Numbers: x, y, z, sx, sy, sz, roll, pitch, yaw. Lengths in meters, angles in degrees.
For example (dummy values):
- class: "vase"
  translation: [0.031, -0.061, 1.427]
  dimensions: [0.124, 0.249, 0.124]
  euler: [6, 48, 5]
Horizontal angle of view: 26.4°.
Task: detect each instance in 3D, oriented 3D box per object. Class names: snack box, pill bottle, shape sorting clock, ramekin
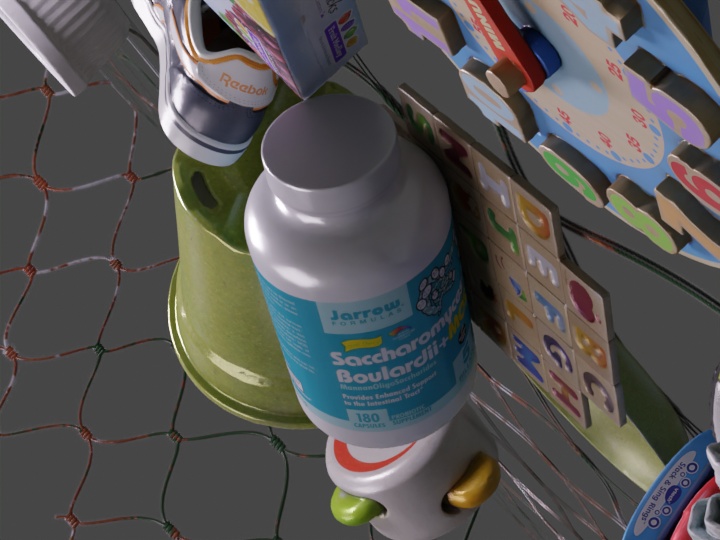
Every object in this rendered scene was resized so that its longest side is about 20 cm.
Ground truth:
- class: "snack box"
  translation: [-0.071, -0.177, 0.717]
  dimensions: [0.142, 0.053, 0.200]
  euler: [48, 175, 17]
- class: "pill bottle"
  translation: [0.000, 0.000, 0.838]
  dimensions: [0.111, 0.111, 0.200]
  euler: [43, 160, 38]
- class: "shape sorting clock"
  translation: [0.059, -0.072, 0.497]
  dimensions: [0.200, 0.039, 0.200]
  euler: [49, 176, 5]
- class: "ramekin"
  translation: [-0.354, -0.307, 1.753]
  dimensions: [0.200, 0.105, 0.200]
  euler: [48, 174, 6]

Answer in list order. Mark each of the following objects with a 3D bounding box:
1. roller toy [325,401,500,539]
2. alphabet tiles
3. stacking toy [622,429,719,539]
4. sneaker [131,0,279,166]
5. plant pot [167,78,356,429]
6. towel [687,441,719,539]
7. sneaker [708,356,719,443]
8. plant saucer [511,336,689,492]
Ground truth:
- class: "roller toy"
  translation: [0.066, 0.222, 1.822]
  dimensions: [0.140, 0.200, 0.183]
  euler: [51, -157, -32]
- class: "alphabet tiles"
  translation: [0.073, -0.006, 0.821]
  dimensions: [0.200, 0.006, 0.167]
  euler: [45, 159, 42]
- class: "stacking toy"
  translation: [0.217, 0.156, 0.662]
  dimensions: [0.200, 0.116, 0.110]
  euler: [24, 162, 48]
- class: "sneaker"
  translation: [-0.085, -0.156, 0.909]
  dimensions: [0.078, 0.079, 0.200]
  euler: [12, -139, -31]
- class: "plant pot"
  translation: [-0.043, -0.024, 1.001]
  dimensions: [0.200, 0.200, 0.184]
  euler: [45, 163, 24]
- class: "towel"
  translation: [0.202, 0.123, 0.430]
  dimensions: [0.171, 0.048, 0.200]
  euler: [2, 137, 50]
- class: "sneaker"
  translation: [0.176, 0.063, 0.484]
  dimensions: [0.081, 0.074, 0.200]
  euler: [13, 149, 47]
- class: "plant saucer"
  translation: [0.131, 0.058, 0.919]
  dimensions: [0.200, 0.031, 0.200]
  euler: [48, 175, 5]
